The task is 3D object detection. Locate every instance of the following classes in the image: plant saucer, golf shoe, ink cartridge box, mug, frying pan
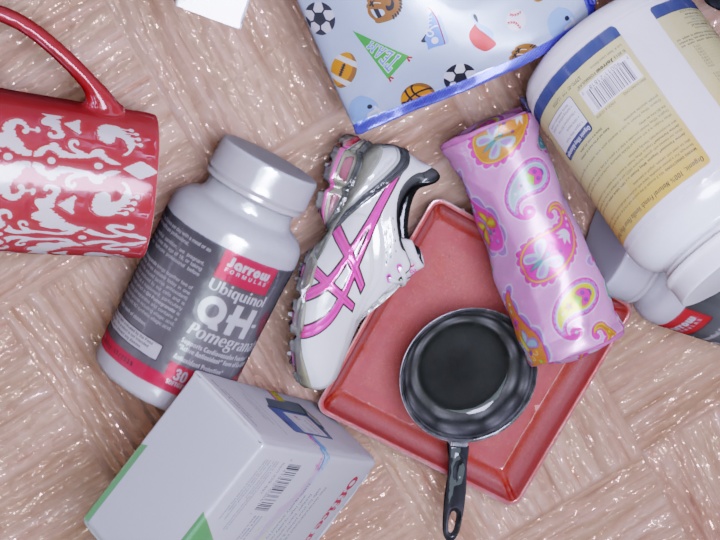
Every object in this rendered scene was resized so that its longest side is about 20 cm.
[{"bbox_3d":[0.093,0.067,1.238,0.199,0.037,0.201,27,99,-14],"label":"plant saucer"},{"bbox_3d":[0.000,0.000,1.161,0.091,0.073,0.202,16,94,10],"label":"golf shoe"},{"bbox_3d":[-0.094,0.170,1.150,0.087,0.200,0.146,42,98,28],"label":"ink cartridge box"},{"bbox_3d":[-0.247,-0.086,1.083,0.198,0.134,0.178,6,134,-15],"label":"mug"},{"bbox_3d":[0.096,0.117,1.217,0.114,0.031,0.192,-18,110,-4],"label":"frying pan"}]

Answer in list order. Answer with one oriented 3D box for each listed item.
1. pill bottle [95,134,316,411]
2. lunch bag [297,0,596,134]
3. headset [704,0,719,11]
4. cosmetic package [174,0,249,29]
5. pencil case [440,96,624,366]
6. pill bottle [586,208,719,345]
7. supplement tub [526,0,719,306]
[{"bbox_3d":[-0.114,0.003,1.147,0.110,0.111,0.201,25,100,-15],"label":"pill bottle"},{"bbox_3d":[0.058,-0.221,1.103,0.198,0.124,0.171,-22,109,14],"label":"lunch bag"},{"bbox_3d":[0.309,-0.197,1.197,0.198,0.094,0.125,-3,110,7],"label":"headset"},{"bbox_3d":[-0.101,-0.224,1.041,0.050,0.200,0.083,16,102,-14],"label":"cosmetic package"},{"bbox_3d":[0.134,-0.027,1.160,0.087,0.087,0.202,-22,88,-3],"label":"pencil case"},{"bbox_3d":[0.289,0.001,1.211,0.198,0.114,0.115,17,102,-13],"label":"pill bottle"},{"bbox_3d":[0.228,-0.090,1.090,0.144,0.144,0.201,-32,74,0],"label":"supplement tub"}]
